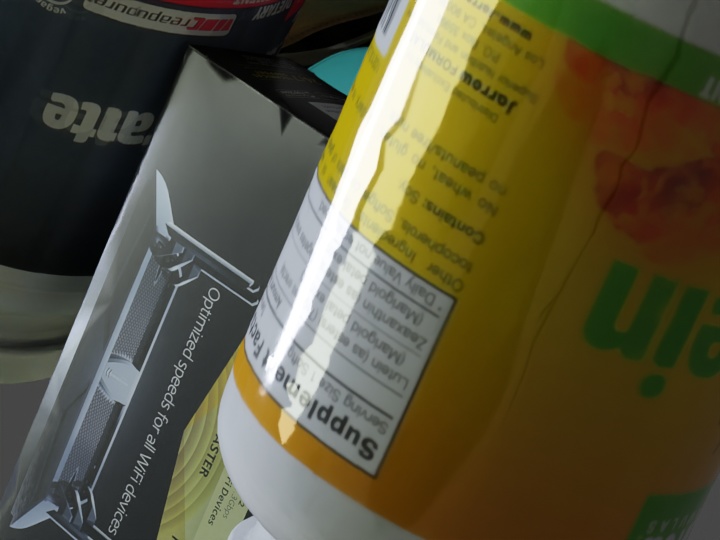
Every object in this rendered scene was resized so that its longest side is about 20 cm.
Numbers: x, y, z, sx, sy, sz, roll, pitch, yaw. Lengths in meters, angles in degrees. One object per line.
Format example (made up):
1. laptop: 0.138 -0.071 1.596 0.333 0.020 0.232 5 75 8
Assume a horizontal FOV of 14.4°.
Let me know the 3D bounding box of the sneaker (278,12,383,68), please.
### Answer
1. sneaker: 0.001 -0.080 1.155 0.072 0.199 0.083 62 -151 -30

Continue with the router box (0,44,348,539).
1. router box: -0.021 0.057 0.838 0.052 0.157 0.201 3 -64 -52

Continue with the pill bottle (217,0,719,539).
1. pill bottle: 0.034 0.014 0.640 0.111 0.111 0.201 -81 14 -73

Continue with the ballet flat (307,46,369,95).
1. ballet flat: -0.012 -0.020 0.985 0.200 0.067 0.071 -59 -37 -67

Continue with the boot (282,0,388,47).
1. boot: -0.014 -0.113 1.052 0.066 0.199 0.175 68 -155 -17

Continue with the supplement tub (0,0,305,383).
1. supplement tub: -0.100 -0.077 0.914 0.141 0.140 0.200 -73 10 -55
